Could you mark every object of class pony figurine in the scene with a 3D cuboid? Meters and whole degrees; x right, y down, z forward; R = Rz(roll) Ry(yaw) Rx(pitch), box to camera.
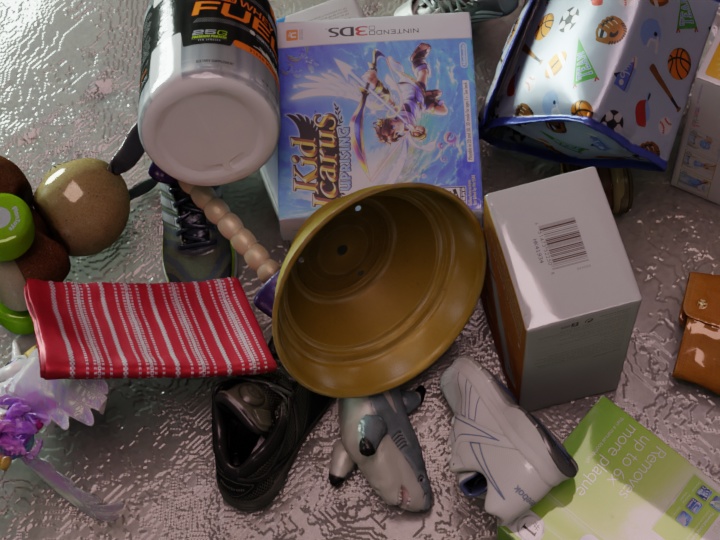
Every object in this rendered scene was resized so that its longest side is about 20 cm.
[{"bbox_3d":[-0.305,0.134,1.287,0.192,0.168,0.199,31,39,34],"label":"pony figurine"}]

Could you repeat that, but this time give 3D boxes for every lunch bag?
[{"bbox_3d":[0.191,-0.186,1.330,0.123,0.199,0.172,26,83,-31],"label":"lunch bag"}]

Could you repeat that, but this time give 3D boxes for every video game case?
[{"bbox_3d":[0.015,-0.131,1.350,0.179,0.046,0.203,-3,67,3],"label":"video game case"}]

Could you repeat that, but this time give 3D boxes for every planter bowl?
[{"bbox_3d":[0.000,0.000,1.259,0.199,0.202,0.083,-33,41,-10],"label":"planter bowl"}]

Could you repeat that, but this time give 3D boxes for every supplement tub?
[{"bbox_3d":[-0.131,-0.180,1.320,0.121,0.123,0.201,-8,44,1],"label":"supplement tub"}]

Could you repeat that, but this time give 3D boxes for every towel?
[{"bbox_3d":[-0.181,0.047,1.281,0.197,0.023,0.145,0,29,-18],"label":"towel"}]

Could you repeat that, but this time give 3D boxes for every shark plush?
[{"bbox_3d":[0.020,0.115,1.341,0.082,0.091,0.202,10,49,-18],"label":"shark plush"}]

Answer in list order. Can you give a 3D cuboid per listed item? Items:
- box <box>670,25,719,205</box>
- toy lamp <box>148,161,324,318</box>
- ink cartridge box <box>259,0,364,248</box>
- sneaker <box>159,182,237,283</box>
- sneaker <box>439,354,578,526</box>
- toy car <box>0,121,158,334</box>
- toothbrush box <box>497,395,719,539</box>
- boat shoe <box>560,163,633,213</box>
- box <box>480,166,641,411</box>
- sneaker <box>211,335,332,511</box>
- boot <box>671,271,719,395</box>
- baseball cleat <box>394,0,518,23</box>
[{"bbox_3d":[0.350,-0.145,1.335,0.100,0.200,0.113,24,70,14],"label":"box"},{"bbox_3d":[-0.107,-0.028,1.332,0.058,0.058,0.200,-39,77,-12],"label":"toy lamp"},{"bbox_3d":[-0.036,-0.139,1.428,0.143,0.084,0.202,-20,66,-4],"label":"ink cartridge box"},{"bbox_3d":[-0.159,-0.062,1.405,0.073,0.081,0.202,-11,66,0],"label":"sneaker"},{"bbox_3d":[0.102,0.137,1.260,0.087,0.075,0.200,-45,25,2],"label":"sneaker"},{"bbox_3d":[-0.273,-0.068,1.382,0.199,0.165,0.158,-31,67,-20],"label":"toy car"},{"bbox_3d":[0.231,0.227,1.244,0.199,0.086,0.146,39,75,18],"label":"toothbrush box"},{"bbox_3d":[0.200,-0.143,1.417,0.067,0.072,0.202,-11,68,-2],"label":"boat shoe"},{"bbox_3d":[0.163,0.022,1.276,0.096,0.201,0.126,-14,65,-3],"label":"box"},{"bbox_3d":[-0.070,0.100,1.311,0.075,0.115,0.201,22,65,13],"label":"sneaker"},{"bbox_3d":[0.360,0.021,1.331,0.142,0.071,0.203,20,74,10],"label":"boot"},{"bbox_3d":[0.089,-0.248,1.416,0.106,0.200,0.070,-32,92,-5],"label":"baseball cleat"}]
